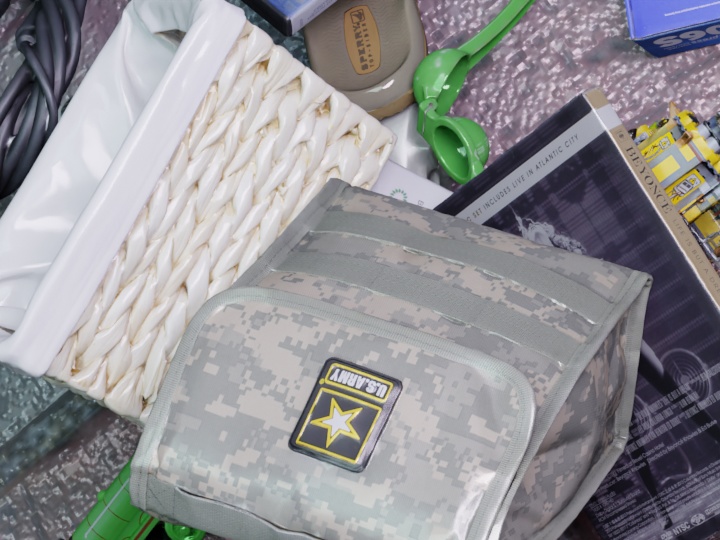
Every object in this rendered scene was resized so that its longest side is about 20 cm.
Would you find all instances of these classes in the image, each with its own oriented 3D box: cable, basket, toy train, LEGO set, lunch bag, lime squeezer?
[{"bbox_3d":[-0.197,-0.101,1.548,0.200,0.051,0.163,12,69,58],"label":"cable"},{"bbox_3d":[-0.091,-0.020,1.394,0.200,0.123,0.136,-60,21,-7],"label":"basket"},{"bbox_3d":[-0.091,0.101,1.478,0.056,0.042,0.200,34,112,-11],"label":"toy train"},{"bbox_3d":[0.221,-0.018,1.334,0.116,0.154,0.200,-37,72,13],"label":"LEGO set"},{"bbox_3d":[0.014,0.062,1.258,0.164,0.200,0.118,17,126,19],"label":"lunch bag"},{"bbox_3d":[0.061,-0.071,1.425,0.038,0.071,0.200,121,155,-46],"label":"lime squeezer"}]

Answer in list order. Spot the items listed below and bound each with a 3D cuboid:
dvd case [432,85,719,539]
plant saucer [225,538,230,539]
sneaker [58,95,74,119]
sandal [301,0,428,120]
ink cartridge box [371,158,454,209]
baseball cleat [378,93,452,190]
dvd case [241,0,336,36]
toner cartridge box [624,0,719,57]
[{"bbox_3d":[0.117,0.032,1.330,0.200,0.016,0.149,58,140,5],"label":"dvd case"},{"bbox_3d":[0.028,0.152,1.367,0.200,0.201,0.051,27,74,25],"label":"plant saucer"},{"bbox_3d":[-0.094,-0.033,1.515,0.091,0.078,0.200,-41,69,8],"label":"sneaker"},{"bbox_3d":[-0.014,-0.163,1.492,0.080,0.054,0.200,-23,53,12],"label":"sandal"},{"bbox_3d":[0.076,0.033,1.412,0.200,0.037,0.095,27,74,-1],"label":"ink cartridge box"},{"bbox_3d":[0.000,0.000,1.477,0.106,0.070,0.200,-3,70,29],"label":"baseball cleat"},{"bbox_3d":[-0.014,-0.218,1.484,0.200,0.018,0.143,-40,63,-21],"label":"dvd case"},{"bbox_3d":[0.226,-0.174,1.415,0.200,0.043,0.095,-12,78,22],"label":"toner cartridge box"}]
